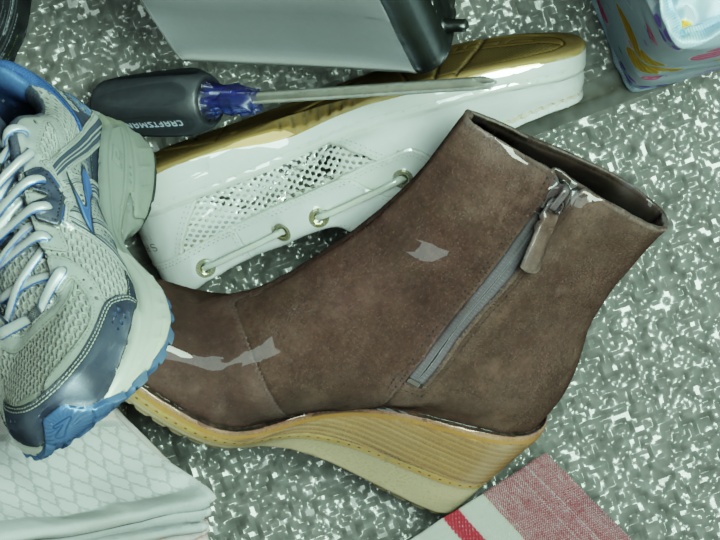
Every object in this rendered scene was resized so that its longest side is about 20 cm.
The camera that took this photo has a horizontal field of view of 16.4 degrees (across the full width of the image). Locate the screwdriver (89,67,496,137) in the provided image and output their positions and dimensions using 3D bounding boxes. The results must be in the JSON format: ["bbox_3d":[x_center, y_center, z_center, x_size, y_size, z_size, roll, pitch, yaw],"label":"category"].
[{"bbox_3d":[-0.028,-0.065,0.980,0.199,0.028,0.029,5,112,36],"label":"screwdriver"}]

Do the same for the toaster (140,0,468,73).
[{"bbox_3d":[-0.019,-0.184,0.943,0.118,0.200,0.182,2,69,16],"label":"toaster"}]

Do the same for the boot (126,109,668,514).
[{"bbox_3d":[0.000,0.000,0.976,0.199,0.073,0.167,22,119,-17],"label":"boot"}]

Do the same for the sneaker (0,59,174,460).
[{"bbox_3d":[-0.126,-0.009,0.923,0.077,0.200,0.085,-37,121,15],"label":"sneaker"}]

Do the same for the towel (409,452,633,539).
[{"bbox_3d":[0.039,0.169,0.966,0.199,0.023,0.144,-30,53,-19],"label":"towel"}]

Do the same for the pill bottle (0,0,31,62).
[{"bbox_3d":[-0.188,-0.115,0.946,0.105,0.200,0.107,0,89,-1],"label":"pill bottle"}]

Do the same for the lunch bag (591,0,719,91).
[{"bbox_3d":[0.184,-0.155,0.964,0.199,0.170,0.128,-26,88,-1],"label":"lunch bag"}]

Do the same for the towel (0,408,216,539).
[{"bbox_3d":[-0.174,0.050,0.923,0.191,0.199,0.032,42,118,28],"label":"towel"}]

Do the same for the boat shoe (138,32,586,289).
[{"bbox_3d":[0.004,-0.041,1.013,0.199,0.071,0.070,-18,101,13],"label":"boat shoe"}]
